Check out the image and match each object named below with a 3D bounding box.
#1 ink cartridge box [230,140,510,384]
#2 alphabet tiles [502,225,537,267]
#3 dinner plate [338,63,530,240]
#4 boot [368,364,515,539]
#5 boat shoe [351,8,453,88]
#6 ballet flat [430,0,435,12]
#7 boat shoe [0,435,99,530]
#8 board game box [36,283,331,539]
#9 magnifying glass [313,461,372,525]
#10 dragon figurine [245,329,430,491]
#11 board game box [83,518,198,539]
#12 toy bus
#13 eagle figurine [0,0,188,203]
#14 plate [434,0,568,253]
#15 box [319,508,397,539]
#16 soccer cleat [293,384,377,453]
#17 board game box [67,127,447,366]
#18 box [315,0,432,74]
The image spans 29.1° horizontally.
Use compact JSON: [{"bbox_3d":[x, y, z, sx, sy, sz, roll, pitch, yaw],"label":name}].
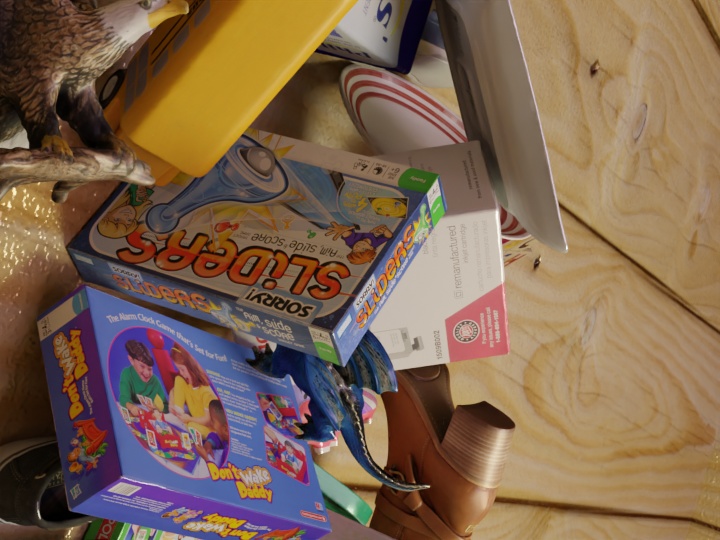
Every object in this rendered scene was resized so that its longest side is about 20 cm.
[{"bbox_3d":[0.000,0.000,0.999,0.083,0.200,0.147,-98,178,-48],"label":"ink cartridge box"},{"bbox_3d":[0.065,0.013,1.199,0.166,0.200,0.006,2,60,-64],"label":"alphabet tiles"},{"bbox_3d":[0.058,-0.091,1.113,0.024,0.200,0.200,-50,163,25],"label":"dinner plate"},{"bbox_3d":[0.043,0.160,1.223,0.077,0.200,0.155,1,116,-48],"label":"boot"},{"bbox_3d":[0.052,-0.190,1.143,0.200,0.075,0.062,6,78,-50],"label":"boat shoe"},{"bbox_3d":[0.061,-0.271,1.091,0.070,0.069,0.200,78,24,-44],"label":"ballet flat"},{"bbox_3d":[-0.156,0.129,0.910,0.200,0.057,0.069,-13,109,-49],"label":"boat shoe"},{"bbox_3d":[-0.110,0.102,0.895,0.200,0.045,0.135,27,38,-49],"label":"board game box"},{"bbox_3d":[-0.052,0.165,1.162,0.022,0.080,0.200,-55,139,-16],"label":"magnifying glass"},{"bbox_3d":[-0.017,0.071,0.915,0.059,0.200,0.099,-33,179,-25],"label":"dragon figurine"},{"bbox_3d":[-0.132,0.188,1.057,0.135,0.029,0.200,-68,153,-12],"label":"board game box"},{"bbox_3d":[-0.081,-0.125,0.807,0.065,0.078,0.200,31,118,-28],"label":"toy bus"},{"bbox_3d":[-0.162,-0.141,0.738,0.152,0.151,0.200,151,-73,-72],"label":"eagle figurine"},{"bbox_3d":[0.091,-0.127,0.988,0.200,0.032,0.200,-106,180,-70],"label":"plate"},{"bbox_3d":[-0.013,0.304,1.152,0.097,0.176,0.200,-53,159,-44],"label":"box"},{"bbox_3d":[-0.030,0.097,1.134,0.200,0.067,0.077,-25,110,-76],"label":"soccer cleat"},{"bbox_3d":[-0.065,-0.026,0.871,0.135,0.200,0.034,-57,148,-31],"label":"board game box"},{"bbox_3d":[-0.020,-0.254,0.934,0.200,0.105,0.184,20,87,-64],"label":"box"}]
